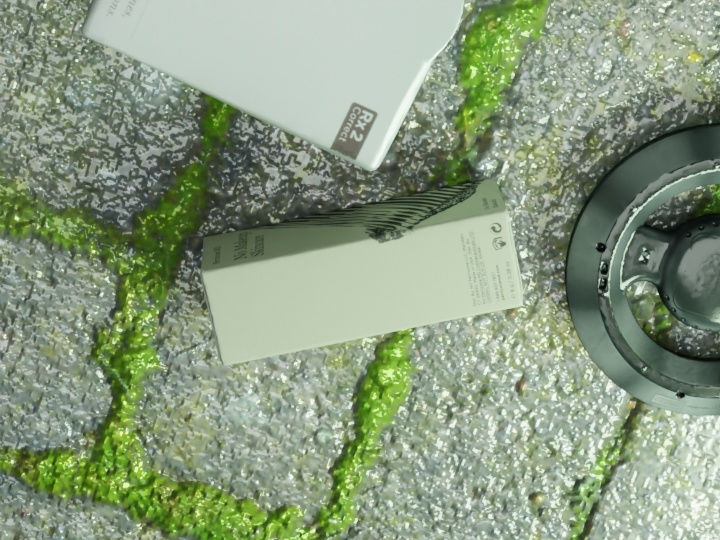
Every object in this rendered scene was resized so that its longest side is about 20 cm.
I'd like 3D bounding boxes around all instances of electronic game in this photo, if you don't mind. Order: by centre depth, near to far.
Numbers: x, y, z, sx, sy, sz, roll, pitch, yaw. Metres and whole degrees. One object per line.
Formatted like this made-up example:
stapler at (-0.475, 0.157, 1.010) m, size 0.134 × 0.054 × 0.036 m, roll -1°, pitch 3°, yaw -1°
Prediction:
electronic game at (0.234, 0.001, 1.334) m, size 0.199 × 0.042 × 0.200 m, roll -1°, pitch 106°, yaw -3°

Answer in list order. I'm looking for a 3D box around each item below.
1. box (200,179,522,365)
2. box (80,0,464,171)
box at (0.000, 0.000, 1.304) m, size 0.200 × 0.082 × 0.069 m, roll -11°, pitch 108°, yaw 0°
box at (-0.037, -0.198, 1.215) m, size 0.200 × 0.131 × 0.199 m, roll 24°, pitch 104°, yaw -10°
